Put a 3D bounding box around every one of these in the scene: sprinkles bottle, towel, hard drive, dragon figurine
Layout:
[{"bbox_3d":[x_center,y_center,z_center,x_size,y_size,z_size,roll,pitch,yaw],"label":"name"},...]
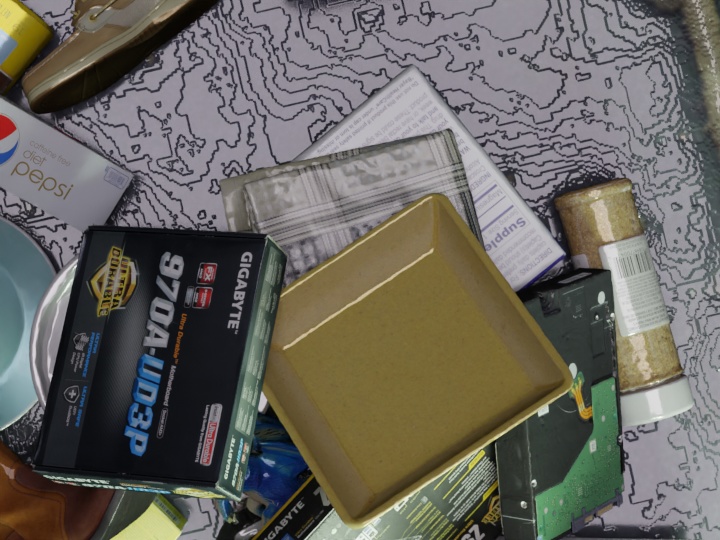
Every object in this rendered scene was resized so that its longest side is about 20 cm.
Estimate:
[{"bbox_3d":[0.219,0.026,1.706,0.068,0.068,0.200,-16,91,-1],"label":"sprinkles bottle"},{"bbox_3d":[0.000,0.000,1.615,0.200,0.035,0.193,-14,92,1],"label":"towel"},{"bbox_3d":[0.157,0.108,1.641,0.038,0.140,0.200,3,104,39],"label":"hard drive"},{"bbox_3d":[-0.075,0.150,1.625,0.200,0.059,0.099,28,101,-33],"label":"dragon figurine"}]

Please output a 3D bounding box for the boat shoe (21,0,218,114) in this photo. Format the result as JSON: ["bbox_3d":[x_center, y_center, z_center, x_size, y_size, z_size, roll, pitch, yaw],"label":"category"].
[{"bbox_3d":[-0.203,-0.204,1.693,0.200,0.074,0.066,-37,81,-17],"label":"boat shoe"}]

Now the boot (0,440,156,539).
[{"bbox_3d":[-0.264,0.152,1.635,0.200,0.068,0.188,38,122,14],"label":"boot"}]

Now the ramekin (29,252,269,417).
[{"bbox_3d":[-0.168,0.065,1.683,0.202,0.094,0.203,0,93,-4],"label":"ramekin"}]

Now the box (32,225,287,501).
[{"bbox_3d":[-0.151,0.069,1.556,0.159,0.046,0.200,4,71,22],"label":"box"}]

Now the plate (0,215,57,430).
[{"bbox_3d":[-0.342,0.044,1.695,0.200,0.026,0.200,-3,97,-22],"label":"plate"}]

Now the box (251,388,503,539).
[{"bbox_3d":[0.027,0.196,1.620,0.200,0.049,0.160,-47,131,-5],"label":"box"}]

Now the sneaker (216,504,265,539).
[{"bbox_3d":[-0.019,0.216,1.712,0.200,0.078,0.090,-23,123,-9],"label":"sneaker"}]

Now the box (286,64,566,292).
[{"bbox_3d":[0.035,-0.034,1.683,0.184,0.105,0.200,-39,91,2],"label":"box"}]

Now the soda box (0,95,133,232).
[{"bbox_3d":[-0.283,-0.101,1.645,0.200,0.068,0.064,32,90,-39],"label":"soda box"}]

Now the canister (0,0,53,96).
[{"bbox_3d":[-0.367,-0.163,1.686,0.148,0.087,0.200,39,89,-2],"label":"canister"}]

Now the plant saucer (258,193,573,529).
[{"bbox_3d":[0.032,0.072,1.552,0.200,0.048,0.200,-33,63,-2],"label":"plant saucer"}]

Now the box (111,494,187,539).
[{"bbox_3d":[-0.230,0.267,1.701,0.050,0.075,0.200,45,91,-1],"label":"box"}]

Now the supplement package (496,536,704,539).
[{"bbox_3d":[0.187,0.299,1.655,0.200,0.156,0.111,2,113,-1],"label":"supplement package"}]
